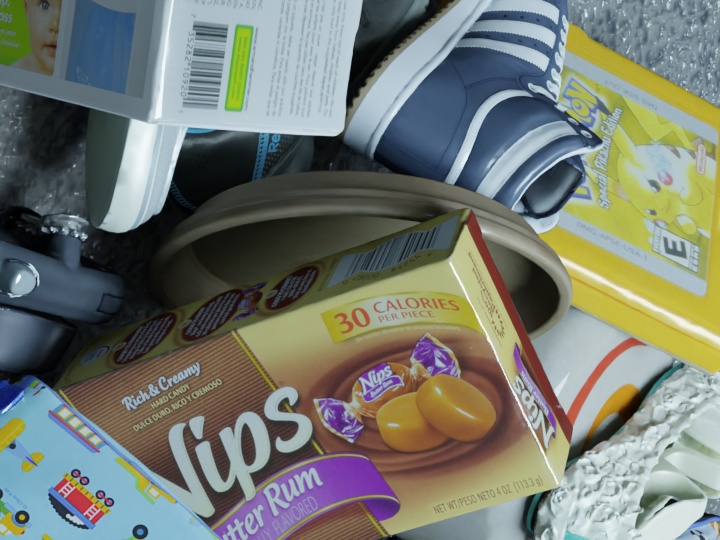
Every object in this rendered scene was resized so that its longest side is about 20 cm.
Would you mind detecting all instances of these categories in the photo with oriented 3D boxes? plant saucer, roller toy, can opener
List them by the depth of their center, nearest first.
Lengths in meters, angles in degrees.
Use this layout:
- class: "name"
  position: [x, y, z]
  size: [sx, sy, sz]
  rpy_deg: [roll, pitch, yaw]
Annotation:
- class: "can opener"
  position: [-0.179, -0.007, 0.817]
  size: [0.200, 0.063, 0.079]
  rpy_deg: [26, 80, -50]
- class: "plant saucer"
  position: [0.000, 0.000, 0.922]
  size: [0.200, 0.200, 0.030]
  rpy_deg: [31, 54, -50]
- class: "roller toy"
  position: [0.076, 0.072, 1.083]
  size: [0.200, 0.140, 0.183]
  rpy_deg: [-41, 141, -38]

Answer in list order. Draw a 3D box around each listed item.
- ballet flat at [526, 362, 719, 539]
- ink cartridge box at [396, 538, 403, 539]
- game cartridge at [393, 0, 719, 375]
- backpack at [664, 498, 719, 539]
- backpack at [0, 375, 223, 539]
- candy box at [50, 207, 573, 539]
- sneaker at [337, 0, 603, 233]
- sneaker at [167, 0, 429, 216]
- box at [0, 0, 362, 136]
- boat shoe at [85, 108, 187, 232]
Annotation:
- class: "ballet flat"
  position: [0.161, 0.110, 1.041]
  size: [0.200, 0.072, 0.072]
  rpy_deg: [-31, 126, -48]
- class: "ink cartridge box"
  position: [0.091, 0.207, 1.100]
  size: [0.094, 0.200, 0.044]
  rpy_deg: [-19, 121, -44]
- class: "game cartridge"
  position: [0.119, -0.057, 1.037]
  size: [0.200, 0.032, 0.176]
  rpy_deg: [27, 47, -14]
- class: "backpack"
  position: [0.157, 0.240, 1.240]
  size: [0.200, 0.154, 0.191]
  rpy_deg: [5, 110, -53]
- class: "backpack"
  position: [-0.164, 0.168, 0.806]
  size: [0.200, 0.183, 0.135]
  rpy_deg: [-38, 162, -31]
- class: "candy box"
  position: [-0.022, 0.061, 0.854]
  size: [0.117, 0.200, 0.056]
  rpy_deg: [64, 21, -18]
- class: "sneaker"
  position: [0.083, -0.092, 0.965]
  size: [0.200, 0.108, 0.070]
  rpy_deg: [-46, 166, -41]
- class: "sneaker"
  position: [-0.033, -0.112, 0.941]
  size: [0.082, 0.073, 0.200]
  rpy_deg: [45, 68, -45]
- class: "box"
  position: [-0.104, -0.124, 0.754]
  size: [0.101, 0.200, 0.113]
  rpy_deg: [-1, 103, -49]
- class: "boat shoe"
  position: [-0.070, -0.109, 0.868]
  size: [0.071, 0.070, 0.201]
  rpy_deg: [16, 78, -21]
